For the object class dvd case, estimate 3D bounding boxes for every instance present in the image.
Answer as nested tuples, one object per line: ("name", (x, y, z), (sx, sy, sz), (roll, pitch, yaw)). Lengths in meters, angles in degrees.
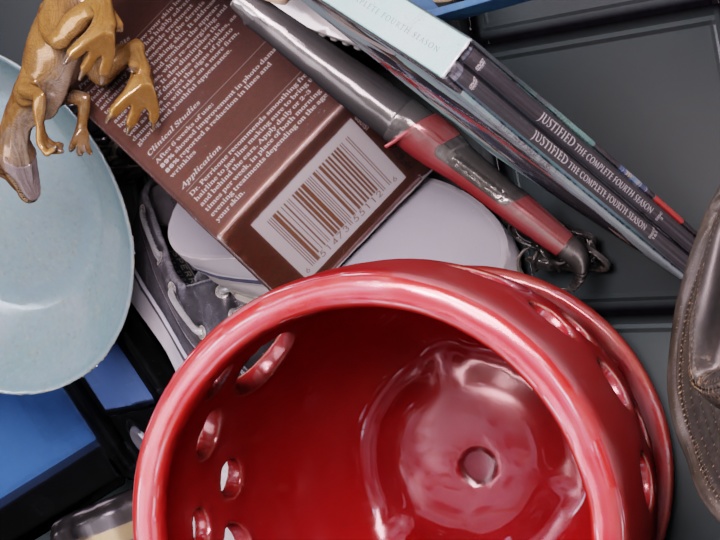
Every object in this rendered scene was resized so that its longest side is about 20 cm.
("dvd case", (0.048, -0.067, 1.010), (0.022, 0.200, 0.146), (-53, 47, 0))

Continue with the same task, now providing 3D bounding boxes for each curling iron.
("curling iron", (0.023, -0.054, 1.093), (0.200, 0.026, 0.050), (37, 155, -2))

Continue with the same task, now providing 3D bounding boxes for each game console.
("game console", (-0.199, 0.053, 1.412), (0.200, 0.116, 0.176), (57, 156, -8))

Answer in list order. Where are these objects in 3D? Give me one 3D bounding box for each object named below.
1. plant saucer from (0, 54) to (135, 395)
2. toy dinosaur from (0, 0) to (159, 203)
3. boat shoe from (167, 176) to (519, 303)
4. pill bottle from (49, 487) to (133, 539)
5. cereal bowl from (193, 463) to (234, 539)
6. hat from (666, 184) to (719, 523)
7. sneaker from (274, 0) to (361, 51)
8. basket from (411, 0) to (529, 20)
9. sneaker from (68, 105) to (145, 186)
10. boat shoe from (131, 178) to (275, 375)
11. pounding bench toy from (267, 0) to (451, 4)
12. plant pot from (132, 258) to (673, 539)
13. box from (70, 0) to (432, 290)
("plant saucer", (-0.196, -0.033, 1.332), (0.200, 0.039, 0.202), (12, 118, 24))
("toy dinosaur", (-0.129, -0.120, 1.168), (0.106, 0.060, 0.200), (43, 111, 47))
("boat shoe", (0.000, 0.000, 1.202), (0.200, 0.071, 0.070), (6, 151, 37))
("pill bottle", (-0.086, 0.213, 1.367), (0.112, 0.112, 0.201), (-29, 78, 56))
("cereal bowl", (-0.022, 0.161, 1.216), (0.200, 0.083, 0.201), (18, 127, 26))
("hat", (0.166, 0.011, 0.890), (0.200, 0.081, 0.201), (-9, 77, 43))
("sneaker", (-0.028, -0.165, 1.174), (0.200, 0.074, 0.082), (35, 108, 29))
("basket", (0.064, -0.199, 0.959), (0.176, 0.139, 0.201), (-1, 93, 56))
("sneaker", (-0.142, -0.116, 1.375), (0.200, 0.077, 0.087), (121, 152, -55))
("boat shoe", (-0.062, 0.021, 1.301), (0.200, 0.072, 0.068), (51, 142, 43))
("pounding bench toy", (-0.025, -0.214, 1.071), (0.199, 0.124, 0.156), (21, 137, 12))
("plant pot", (0.028, 0.089, 1.042), (0.200, 0.182, 0.201), (2, 98, 16))
("box", (-0.063, -0.076, 1.202), (0.200, 0.100, 0.075), (43, 179, 45))
